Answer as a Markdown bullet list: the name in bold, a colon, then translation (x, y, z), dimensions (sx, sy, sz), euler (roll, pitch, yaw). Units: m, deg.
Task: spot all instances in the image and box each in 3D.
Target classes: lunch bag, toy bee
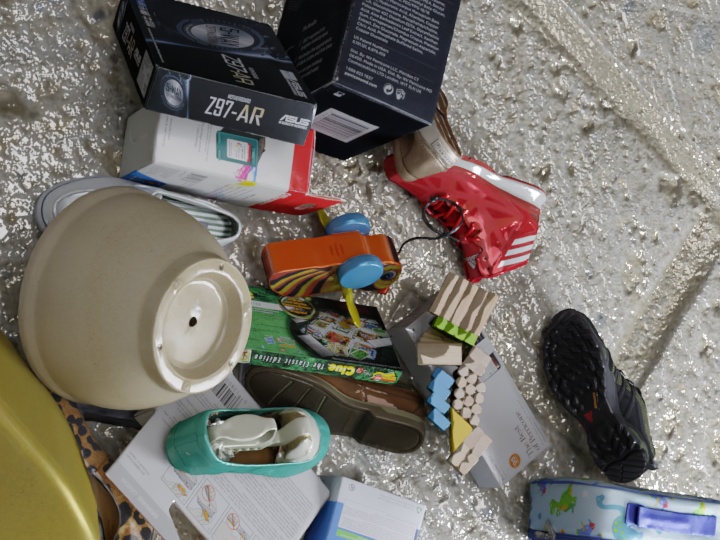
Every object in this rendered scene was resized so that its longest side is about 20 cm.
- **lunch bag**: translation (0.288, 0.269, 1.547), dimensions (0.198, 0.160, 0.084), euler (11, 80, -25)
- **toy bee**: translation (0.000, 0.000, 1.475), dimensions (0.197, 0.109, 0.132), euler (6, 60, 2)

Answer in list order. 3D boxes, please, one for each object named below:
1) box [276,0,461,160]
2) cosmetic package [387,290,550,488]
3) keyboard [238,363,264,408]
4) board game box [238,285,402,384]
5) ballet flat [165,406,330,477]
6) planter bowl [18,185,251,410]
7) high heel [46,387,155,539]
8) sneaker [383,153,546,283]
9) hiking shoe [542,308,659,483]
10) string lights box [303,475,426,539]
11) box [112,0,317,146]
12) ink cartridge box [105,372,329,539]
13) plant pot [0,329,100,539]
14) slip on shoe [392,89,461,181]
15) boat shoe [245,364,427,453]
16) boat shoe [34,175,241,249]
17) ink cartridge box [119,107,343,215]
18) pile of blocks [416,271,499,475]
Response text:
- **box**: translation (0.001, -0.235, 1.444), dimensions (0.116, 0.196, 0.202), euler (19, 76, -23)
- **cosmetic package**: translation (0.116, 0.125, 1.541), dimensions (0.082, 0.051, 0.201), euler (-36, 100, -24)
- **keyboard**: translation (-0.101, 0.165, 1.452), dimensions (0.056, 0.011, 0.203), euler (8, 81, -25)
- **board game box**: translation (-0.062, 0.060, 1.441), dimensions (0.198, 0.024, 0.105), euler (11, 36, -24)
- **ballet flat**: translation (-0.087, 0.158, 1.357), dimensions (0.199, 0.070, 0.068), euler (1, 71, -43)
- **planter bowl**: translation (-0.182, 0.035, 1.281), dimensions (0.199, 0.134, 0.203), euler (-18, 114, -46)
- **high heel**: translation (-0.261, 0.205, 1.330), dimensions (0.141, 0.071, 0.202), euler (10, 63, -31)
- **sneaker**: translation (0.109, -0.053, 1.544), dimensions (0.198, 0.078, 0.117), euler (14, 77, -23)
- **hiking shoe**: translation (0.267, 0.138, 1.609), dimensions (0.100, 0.075, 0.202), euler (6, 60, -63)
- **string lights box**: translation (-0.013, 0.317, 1.451), dimensions (0.102, 0.059, 0.202), euler (22, 75, -22)
- **box**: translation (-0.142, -0.196, 1.378), dimensions (0.159, 0.200, 0.044), euler (11, 117, -24)
- **ink cartridge box**: translation (-0.140, 0.204, 1.373), dimensions (0.201, 0.045, 0.177), euler (52, 49, -16)
- **plant pot**: translation (-0.327, 0.189, 1.219), dimensions (0.195, 0.194, 0.200), euler (-40, 110, 0)
- **slip on shoe**: translation (0.055, -0.159, 1.495), dimensions (0.060, 0.201, 0.076), euler (-35, 126, 17)
- **boat shoe**: translation (-0.025, 0.123, 1.468), dimensions (0.198, 0.072, 0.068), euler (25, 43, -20)
- **boat shoe**: translation (-0.209, -0.056, 1.393), dimensions (0.198, 0.067, 0.075), euler (2, 83, -26)
- **ink cartridge box**: translation (-0.122, -0.108, 1.414), dimensions (0.198, 0.116, 0.068), euler (11, 80, -25)
- **pile of blocks**: translation (0.094, 0.107, 1.477), dimensions (0.081, 0.062, 0.203), euler (4, 81, -2)
